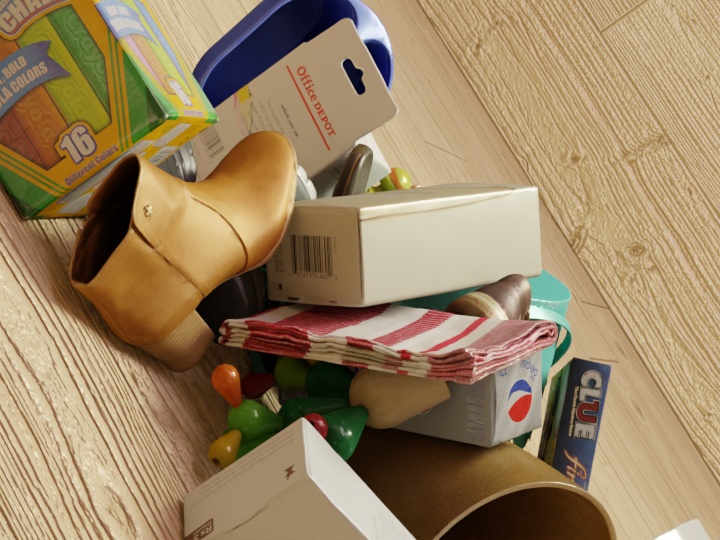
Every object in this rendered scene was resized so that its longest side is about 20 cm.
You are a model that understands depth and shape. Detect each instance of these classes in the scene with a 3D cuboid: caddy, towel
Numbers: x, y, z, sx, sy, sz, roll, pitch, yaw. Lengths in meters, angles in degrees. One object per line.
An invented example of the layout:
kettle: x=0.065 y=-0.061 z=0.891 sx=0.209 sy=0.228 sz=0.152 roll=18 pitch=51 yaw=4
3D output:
caddy: x=-0.064 y=-0.166 z=1.757 sx=0.142 sy=0.200 sz=0.105 roll=48 pitch=-2 yaw=-20
towel: x=0.020 y=0.041 z=1.344 sx=0.144 sy=0.198 sz=0.023 roll=-17 pitch=111 yaw=-60

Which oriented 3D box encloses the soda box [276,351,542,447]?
soda box: x=0.033 y=0.076 z=1.409 sx=0.068 sy=0.199 sz=0.064 roll=-16 pitch=108 yaw=-50

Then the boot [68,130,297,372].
boot: x=-0.117 y=-0.043 z=1.315 sx=0.202 sy=0.070 sz=0.144 roll=-66 pitch=147 yaw=-22

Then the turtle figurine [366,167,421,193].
turtle figurine: x=-0.009 y=-0.040 z=1.698 sx=0.200 sy=0.161 sz=0.065 roll=39 pitch=20 yaw=-52

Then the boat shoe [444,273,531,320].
boat shoe: x=0.092 y=0.076 z=1.488 sx=0.072 sy=0.072 sz=0.201 roll=36 pitch=-36 yaw=22

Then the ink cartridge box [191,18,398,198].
ink cartridge box: x=-0.056 y=-0.100 z=1.588 sx=0.067 sy=0.199 sz=0.117 roll=35 pitch=24 yaw=-56

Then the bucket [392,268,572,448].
bucket: x=0.076 y=0.053 z=1.645 sx=0.205 sy=0.136 sz=0.207 roll=18 pitch=13 yaw=-4

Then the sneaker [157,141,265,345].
sneaker: x=-0.144 y=-0.029 z=1.419 sx=0.201 sy=0.076 sz=0.091 roll=57 pitch=25 yaw=18

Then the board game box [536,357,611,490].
board game box: x=0.174 y=0.151 z=1.649 sx=0.200 sy=0.034 sz=0.137 roll=81 pitch=21 yaw=-83

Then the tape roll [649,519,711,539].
tape roll: x=0.234 y=0.319 z=1.626 sx=0.140 sy=0.202 sz=0.202 roll=60 pitch=13 yaw=15

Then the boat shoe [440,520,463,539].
boat shoe: x=0.096 y=0.257 z=1.525 sx=0.065 sy=0.072 sz=0.202 roll=84 pitch=2 yaw=-77

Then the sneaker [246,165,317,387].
sneaker: x=-0.066 y=0.003 z=1.473 sx=0.092 sy=0.077 sz=0.201 roll=-82 pitch=165 yaw=-55

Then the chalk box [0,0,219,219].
chalk box: x=-0.211 y=-0.151 z=1.321 sx=0.201 sy=0.124 sz=0.124 roll=56 pitch=13 yaw=4

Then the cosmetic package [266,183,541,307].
cosmetic package: x=0.034 y=-0.021 z=1.443 sx=0.199 sy=0.103 sz=0.074 roll=-10 pitch=100 yaw=-46

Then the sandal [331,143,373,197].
sandal: x=0.000 y=0.000 z=1.527 sx=0.082 sy=0.054 sz=0.202 roll=-50 pitch=145 yaw=-76

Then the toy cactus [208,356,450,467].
toy cactus: x=-0.023 y=0.087 z=1.334 sx=0.200 sy=0.164 sz=0.103 roll=-88 pitch=161 yaw=-81

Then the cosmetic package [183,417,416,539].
cosmetic package: x=-0.015 y=0.199 z=1.238 sx=0.200 sy=0.101 sz=0.074 roll=51 pitch=13 yaw=-26

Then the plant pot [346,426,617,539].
plant pot: x=0.056 y=0.182 z=1.422 sx=0.186 sy=0.186 sz=0.200 roll=44 pitch=0 yaw=-41
